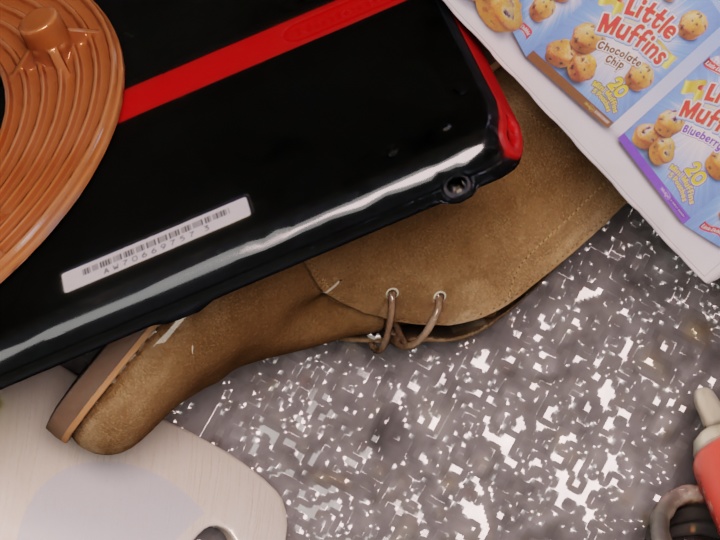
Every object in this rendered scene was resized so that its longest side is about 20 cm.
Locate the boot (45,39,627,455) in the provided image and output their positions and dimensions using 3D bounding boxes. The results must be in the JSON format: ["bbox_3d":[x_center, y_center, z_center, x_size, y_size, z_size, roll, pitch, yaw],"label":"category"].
[{"bbox_3d":[0.000,0.000,0.766,0.200,0.074,0.076,-38,91,-14],"label":"boot"}]

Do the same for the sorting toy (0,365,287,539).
[{"bbox_3d":[-0.119,0.102,0.773,0.179,0.107,0.201,15,84,-12],"label":"sorting toy"}]

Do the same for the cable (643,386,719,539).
[{"bbox_3d":[0.133,0.102,0.713,0.097,0.050,0.200,-10,41,1],"label":"cable"}]

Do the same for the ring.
[{"bbox_3d":[-0.163,-0.030,0.756,0.200,0.019,0.201,-15,39,13],"label":"ring"}]

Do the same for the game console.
[{"bbox_3d":[-0.064,-0.039,0.752,0.199,0.031,0.177,-23,38,3],"label":"game console"}]

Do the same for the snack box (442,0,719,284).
[{"bbox_3d":[0.052,-0.092,0.704,0.200,0.024,0.072,47,120,-1],"label":"snack box"}]
